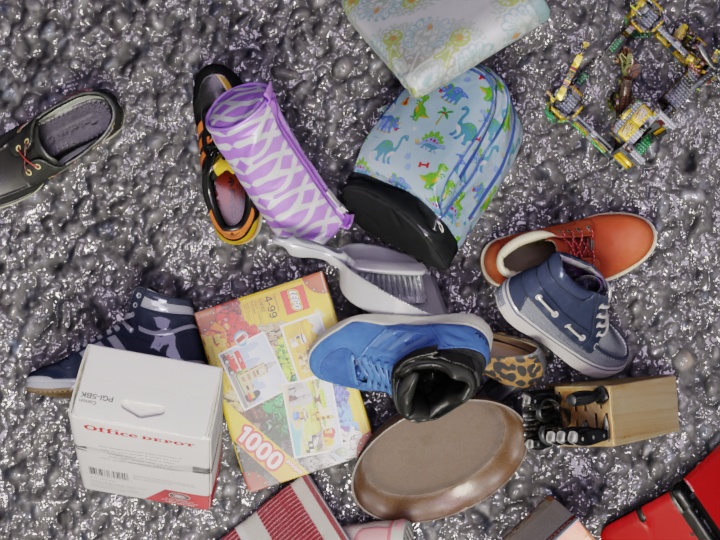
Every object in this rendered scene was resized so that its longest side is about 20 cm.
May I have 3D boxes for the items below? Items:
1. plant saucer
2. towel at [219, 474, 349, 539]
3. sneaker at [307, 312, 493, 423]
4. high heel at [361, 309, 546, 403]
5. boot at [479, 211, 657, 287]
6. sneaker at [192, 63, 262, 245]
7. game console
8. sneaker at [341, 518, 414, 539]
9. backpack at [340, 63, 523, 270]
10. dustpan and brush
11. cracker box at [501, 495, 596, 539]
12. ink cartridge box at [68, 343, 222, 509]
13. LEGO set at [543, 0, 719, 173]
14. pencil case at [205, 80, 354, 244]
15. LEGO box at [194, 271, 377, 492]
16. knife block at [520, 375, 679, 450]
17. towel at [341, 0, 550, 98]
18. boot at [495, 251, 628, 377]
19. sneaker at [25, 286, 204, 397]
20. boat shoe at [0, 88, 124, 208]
[{"bbox_3d":[0.082,0.195,1.591,0.198,0.201,0.032,-20,48,-2],"label":"plant saucer"},{"bbox_3d":[-0.100,0.331,1.606,0.199,0.023,0.144,-39,55,3],"label":"towel"},{"bbox_3d":[0.031,0.102,1.508,0.197,0.112,0.077,-5,120,16],"label":"sneaker"},{"bbox_3d":[0.101,0.066,1.592,0.199,0.143,0.072,32,61,-5],"label":"high heel"},{"bbox_3d":[0.232,-0.020,1.620,0.197,0.107,0.076,-12,87,-3],"label":"boot"},{"bbox_3d":[-0.143,-0.130,1.625,0.069,0.090,0.203,-8,89,-1],"label":"sneaker"},{"bbox_3d":[0.394,0.315,1.654,0.172,0.119,0.201,-36,88,29],"label":"game console"},{"bbox_3d":[0.008,0.369,1.624,0.103,0.075,0.203,-1,95,13],"label":"sneaker"},{"bbox_3d":[0.087,-0.128,1.603,0.200,0.155,0.163,-42,48,-19],"label":"backpack"},{"bbox_3d":[0.000,0.000,1.580,0.197,0.140,0.058,7,115,-12],"label":"dustpan and brush"},{"bbox_3d":[0.181,0.311,1.560,0.134,0.200,0.058,-43,89,-1],"label":"cracker box"},{"bbox_3d":[-0.217,0.165,1.554,0.145,0.201,0.084,10,60,-1],"label":"ink cartridge box"},{"bbox_3d":[0.302,-0.203,1.619,0.199,0.116,0.154,-39,89,-2],"label":"LEGO set"},{"bbox_3d":[-0.085,-0.106,1.578,0.085,0.201,0.085,-8,45,31],"label":"pencil case"},{"bbox_3d":[-0.080,0.120,1.624,0.147,0.077,0.202,-18,89,-1],"label":"LEGO box"},{"bbox_3d":[0.261,0.151,1.571,0.197,0.176,0.065,-3,89,-7],"label":"knife block"},{"bbox_3d":[0.087,-0.279,1.601,0.170,0.048,0.200,-34,45,-2],"label":"towel"},{"bbox_3d":[0.240,0.049,1.581,0.199,0.090,0.073,26,46,-37],"label":"boot"},{"bbox_3d":[-0.268,0.078,1.629,0.197,0.070,0.110,-6,82,4],"label":"sneaker"},{"bbox_3d":[-0.351,-0.135,1.638,0.200,0.063,0.074,-31,91,0],"label":"boat shoe"}]
